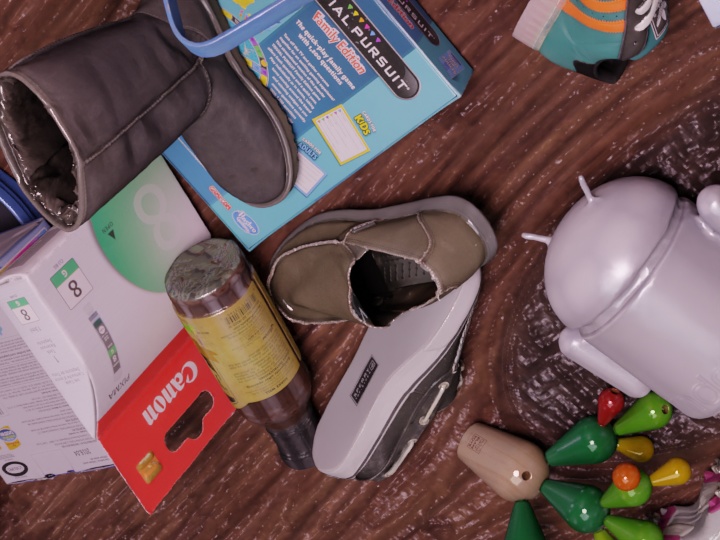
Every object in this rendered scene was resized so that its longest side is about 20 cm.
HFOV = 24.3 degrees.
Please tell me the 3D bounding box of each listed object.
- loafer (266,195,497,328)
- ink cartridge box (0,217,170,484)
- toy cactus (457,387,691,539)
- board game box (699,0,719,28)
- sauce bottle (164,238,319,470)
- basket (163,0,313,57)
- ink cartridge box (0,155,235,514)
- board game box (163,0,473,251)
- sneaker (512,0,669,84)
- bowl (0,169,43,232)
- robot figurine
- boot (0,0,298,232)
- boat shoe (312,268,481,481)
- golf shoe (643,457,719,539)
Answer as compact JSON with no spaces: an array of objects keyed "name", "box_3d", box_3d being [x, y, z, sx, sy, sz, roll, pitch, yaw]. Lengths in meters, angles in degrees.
[{"name":"loafer","box_3d":[0.000,0.000,1.139,0.199,0.070,0.075,-18,113,45]},{"name":"ink cartridge box","box_3d":[-0.232,0.075,1.204,0.136,0.076,0.201,-14,114,41]},{"name":"toy cactus","box_3d":[0.136,0.161,1.183,0.165,0.102,0.201,28,97,31]},{"name":"board game box","box_3d":[0.245,-0.269,0.940,0.195,0.056,0.200,-23,110,27]},{"name":"sauce bottle","box_3d":[-0.075,0.067,1.205,0.064,0.065,0.201,-9,130,21]},{"name":"basket","box_3d":[-0.038,-0.234,0.968,0.199,0.139,0.177,-22,71,8]},{"name":"ink cartridge box","box_3d":[-0.147,0.042,1.172,0.050,0.161,0.200,-17,113,41]},{"name":"board game box","box_3d":[-0.049,-0.127,1.114,0.200,0.047,0.151,-34,104,29]},{"name":"sneaker","box_3d":[0.155,-0.174,0.974,0.080,0.072,0.200,32,159,1]},{"name":"bowl","box_3d":[-0.319,-0.005,1.269,0.199,0.039,0.202,7,120,12]},{"name":"robot figurine","box_3d":[0.202,0.016,1.082,0.200,0.113,0.170,36,124,-5]},{"name":"boot","box_3d":[-0.125,-0.079,1.017,0.072,0.200,0.182,-22,110,27]},{"name":"boat shoe","box_3d":[0.038,0.069,1.197,0.063,0.071,0.200,16,120,-32]},{"name":"golf shoe","box_3d":[0.255,0.201,1.199,0.091,0.075,0.200,37,124,-10]}]
